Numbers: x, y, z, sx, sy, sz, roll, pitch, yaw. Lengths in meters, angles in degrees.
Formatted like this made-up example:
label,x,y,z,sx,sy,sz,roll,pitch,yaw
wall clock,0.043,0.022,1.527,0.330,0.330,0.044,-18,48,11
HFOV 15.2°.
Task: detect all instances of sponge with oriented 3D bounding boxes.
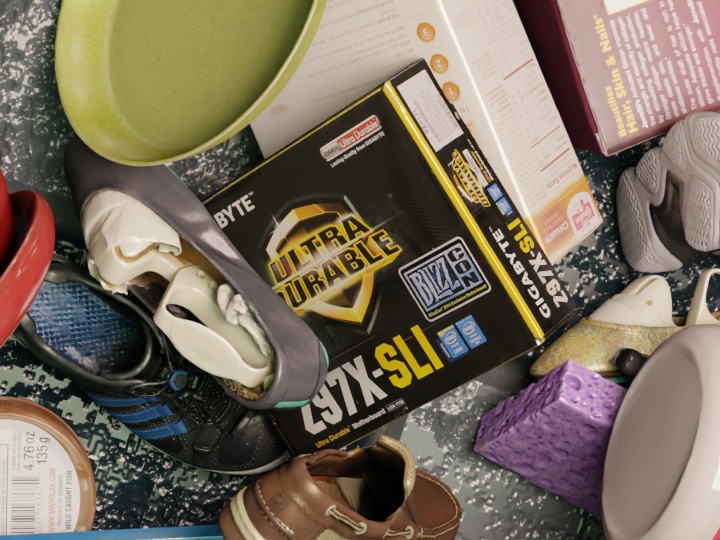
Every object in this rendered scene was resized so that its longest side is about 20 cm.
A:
label,x,y,z,sx,sy,sz,roll,pitch,yaw
sponge,0.176,0.123,1.572,0.199,0.112,0.030,27,60,-13

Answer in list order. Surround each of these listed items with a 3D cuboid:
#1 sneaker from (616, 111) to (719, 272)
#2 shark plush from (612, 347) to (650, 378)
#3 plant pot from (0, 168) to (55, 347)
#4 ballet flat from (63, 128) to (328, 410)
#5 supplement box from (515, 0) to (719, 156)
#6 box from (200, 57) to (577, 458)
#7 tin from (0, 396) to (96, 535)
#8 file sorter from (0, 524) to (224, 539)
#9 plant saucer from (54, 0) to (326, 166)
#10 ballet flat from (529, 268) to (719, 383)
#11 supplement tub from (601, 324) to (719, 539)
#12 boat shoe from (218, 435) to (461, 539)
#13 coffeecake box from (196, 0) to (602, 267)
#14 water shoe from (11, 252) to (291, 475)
label,x,y,z,sx,sy,sz,roll,pitch,yaw
sneaker,0.224,-0.048,1.524,0.113,0.200,0.076,-6,82,-16
shark plush,0.226,0.094,1.564,0.199,0.083,0.092,9,72,-37
plant pot,-0.273,-0.022,1.424,0.201,0.200,0.182,-47,111,-4
ballet flat,-0.100,0.002,1.468,0.073,0.073,0.200,-44,81,-4
supplement box,0.200,-0.154,1.560,0.199,0.086,0.111,-21,100,-9
box,0.000,0.000,1.473,0.160,0.200,0.049,57,40,-4
tin,-0.247,0.127,1.521,0.199,0.042,0.113,1,91,-12
file sorter,-0.114,0.232,1.495,0.199,0.123,0.140,-2,117,-11
plant saucer,-0.085,-0.146,1.465,0.031,0.200,0.201,28,90,-45
ballet flat,0.191,0.032,1.589,0.199,0.071,0.071,-2,96,-17
supplement tub,0.243,0.121,1.459,0.199,0.140,0.141,18,92,-16
boat shoe,0.009,0.130,1.499,0.075,0.202,0.075,-47,69,23
coffeecake box,0.022,-0.087,1.494,0.073,0.153,0.201,-36,106,-51
water shoe,-0.119,0.060,1.519,0.199,0.079,0.072,30,90,-13
